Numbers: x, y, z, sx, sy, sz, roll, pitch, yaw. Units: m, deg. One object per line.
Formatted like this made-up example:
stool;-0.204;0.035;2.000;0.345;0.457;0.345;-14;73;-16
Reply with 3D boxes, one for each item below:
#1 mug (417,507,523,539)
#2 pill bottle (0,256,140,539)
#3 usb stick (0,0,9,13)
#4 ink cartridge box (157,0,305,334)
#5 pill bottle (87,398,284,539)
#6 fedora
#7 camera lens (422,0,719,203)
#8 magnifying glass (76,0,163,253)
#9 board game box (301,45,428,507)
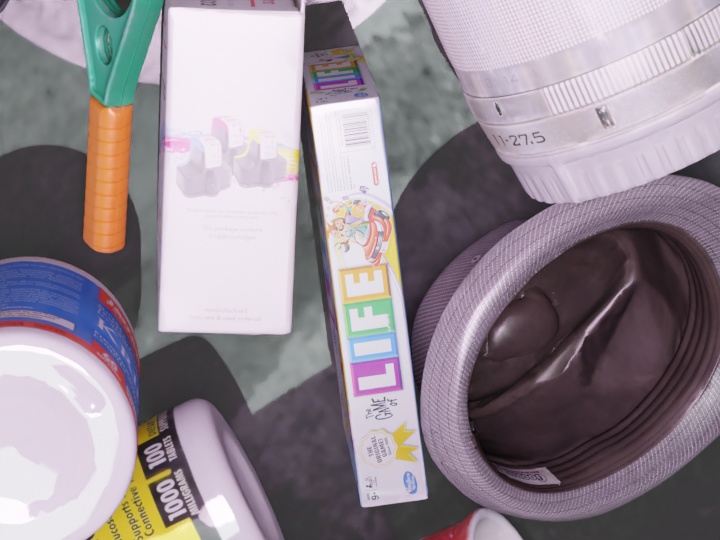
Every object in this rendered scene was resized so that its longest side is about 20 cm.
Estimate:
mug;0.006;0.233;1.479;0.199;0.134;0.178;-21;119;17
pill bottle;-0.162;0.056;1.393;0.112;0.200;0.113;-1;106;-4
usb stick;-0.234;-0.099;1.434;0.055;0.033;0.200;36;100;-5
ink cartridge box;-0.064;-0.080;1.408;0.068;0.115;0.201;2;104;-5
pill bottle;-0.144;0.155;1.466;0.200;0.112;0.113;-26;105;3
fedora;0.104;0.030;1.450;0.200;0.090;0.177;-36;123;-12
camera lens;0.106;-0.153;1.378;0.160;0.160;0.200;-25;105;3
magnifying glass;-0.124;-0.105;1.426;0.022;0.080;0.201;-11;119;-28
board game box;0.000;0.000;1.424;0.034;0.134;0.201;-8;105;-2
